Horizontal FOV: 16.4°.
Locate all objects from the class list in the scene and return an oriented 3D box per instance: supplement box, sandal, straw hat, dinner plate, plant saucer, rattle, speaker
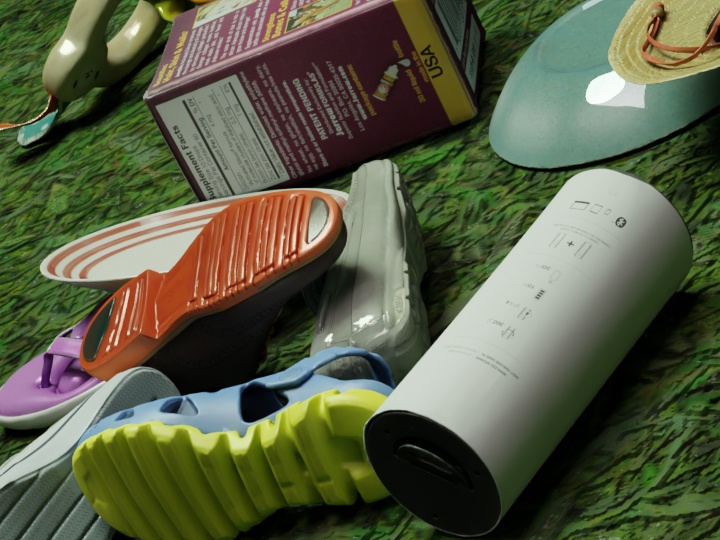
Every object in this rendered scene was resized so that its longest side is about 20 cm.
[{"bbox_3d":[-0.027,-0.135,1.655,0.199,0.104,0.131,-20,27,17],"label":"supplement box"},{"bbox_3d":[-0.056,0.089,1.306,0.198,0.080,0.087,-9,26,20],"label":"sandal"},{"bbox_3d":[0.245,-0.138,1.401,0.200,0.085,0.201,-31,23,14],"label":"straw hat"},{"bbox_3d":[-0.140,0.035,1.513,0.201,0.050,0.083,-22,25,14],"label":"sandal"},{"bbox_3d":[-0.099,-0.015,1.544,0.198,0.024,0.200,-11,11,2],"label":"dinner plate"},{"bbox_3d":[0.162,-0.136,1.536,0.200,0.039,0.201,-24,25,11],"label":"plant saucer"},{"bbox_3d":[-0.172,-0.149,1.919,0.201,0.142,0.130,-54,0,-17],"label":"rattle"},{"bbox_3d":[0.085,0.038,1.239,0.081,0.082,0.200,-2,36,43],"label":"speaker"}]

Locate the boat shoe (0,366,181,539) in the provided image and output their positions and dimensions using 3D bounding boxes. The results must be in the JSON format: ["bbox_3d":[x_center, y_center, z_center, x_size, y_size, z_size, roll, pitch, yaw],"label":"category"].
[{"bbox_3d":[-0.168,0.132,1.357,0.067,0.074,0.200,-29,10,46],"label":"boat shoe"}]

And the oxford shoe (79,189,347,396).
[{"bbox_3d":[-0.069,0.017,1.401,0.199,0.072,0.072,-29,38,38],"label":"oxford shoe"}]

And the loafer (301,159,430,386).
[{"bbox_3d":[0.000,0.000,1.412,0.069,0.070,0.200,-14,28,9],"label":"loafer"}]
